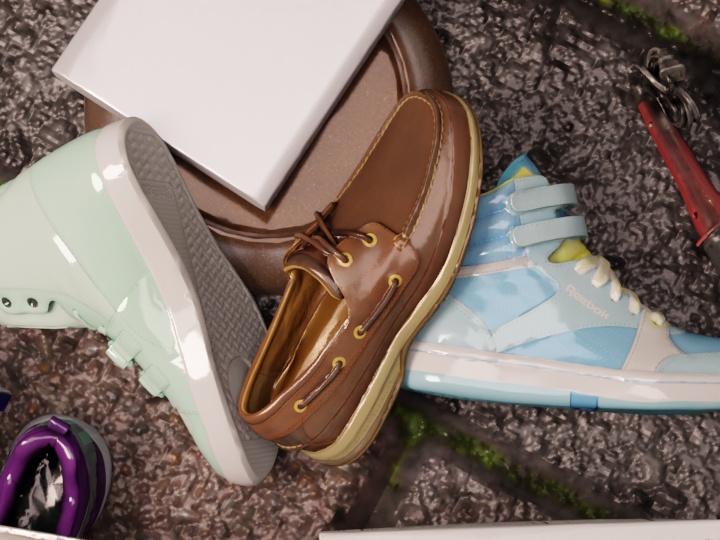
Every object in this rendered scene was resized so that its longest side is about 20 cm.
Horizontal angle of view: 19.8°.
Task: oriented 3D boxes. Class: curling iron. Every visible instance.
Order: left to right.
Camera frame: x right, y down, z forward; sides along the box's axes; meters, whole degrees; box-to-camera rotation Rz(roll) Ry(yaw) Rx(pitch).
[{"bbox_3d":[0.183,-0.028,1.068,0.026,0.050,0.200,-20,74,-3],"label":"curling iron"}]

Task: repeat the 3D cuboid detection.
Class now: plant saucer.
[{"bbox_3d":[-0.048,-0.087,1.096,0.200,0.032,0.201,0,83,-2],"label":"plant saucer"}]

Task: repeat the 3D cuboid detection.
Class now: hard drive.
[{"bbox_3d":[-0.050,-0.150,1.075,0.132,0.025,0.200,33,83,3],"label":"hard drive"}]

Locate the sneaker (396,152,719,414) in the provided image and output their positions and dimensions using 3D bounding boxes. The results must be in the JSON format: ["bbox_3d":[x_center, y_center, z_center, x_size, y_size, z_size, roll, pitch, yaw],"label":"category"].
[{"bbox_3d":[0.120,0.007,1.062,0.200,0.080,0.131,5,84,-1],"label":"sneaker"}]

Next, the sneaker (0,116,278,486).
[{"bbox_3d":[-0.123,0.029,1.069,0.118,0.074,0.201,-19,101,25],"label":"sneaker"}]

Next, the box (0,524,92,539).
[{"bbox_3d":[-0.104,0.195,0.965,0.109,0.200,0.128,8,82,13],"label":"box"}]

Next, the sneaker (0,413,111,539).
[{"bbox_3d":[-0.181,0.167,1.031,0.074,0.088,0.200,13,82,1],"label":"sneaker"}]

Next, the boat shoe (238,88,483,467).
[{"bbox_3d":[0.000,0.000,1.035,0.068,0.072,0.200,20,95,-39],"label":"boat shoe"}]

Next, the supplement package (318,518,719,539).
[{"bbox_3d":[0.081,0.198,0.999,0.200,0.151,0.152,-2,82,-1],"label":"supplement package"}]

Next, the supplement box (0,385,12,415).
[{"bbox_3d":[-0.274,0.121,1.030,0.101,0.103,0.200,30,85,2],"label":"supplement box"}]
